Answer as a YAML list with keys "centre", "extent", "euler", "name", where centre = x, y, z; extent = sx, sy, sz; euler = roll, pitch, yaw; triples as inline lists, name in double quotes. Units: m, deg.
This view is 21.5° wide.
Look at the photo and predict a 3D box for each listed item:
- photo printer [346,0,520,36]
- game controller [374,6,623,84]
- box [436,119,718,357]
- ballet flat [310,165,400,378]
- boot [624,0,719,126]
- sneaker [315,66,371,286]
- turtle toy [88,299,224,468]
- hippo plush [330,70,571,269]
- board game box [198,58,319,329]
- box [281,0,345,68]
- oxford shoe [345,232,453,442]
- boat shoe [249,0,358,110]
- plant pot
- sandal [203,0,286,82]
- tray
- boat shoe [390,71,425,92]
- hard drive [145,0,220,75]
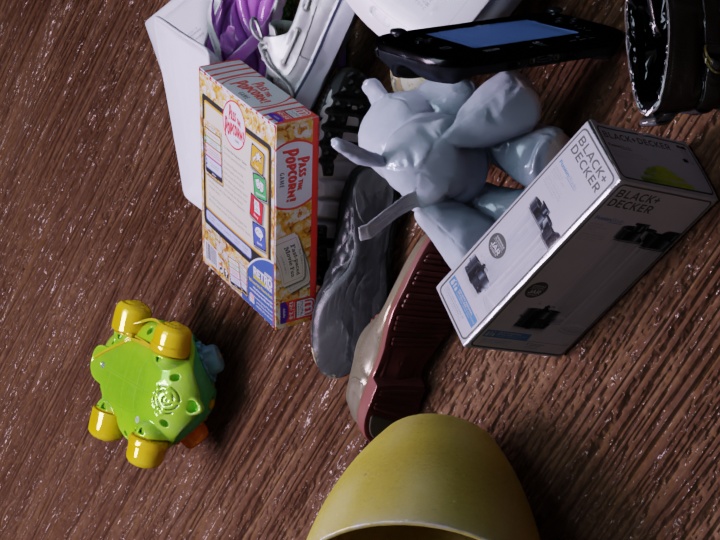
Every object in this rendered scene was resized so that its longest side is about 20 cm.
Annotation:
- centre: [0.075, -0.277, 1.581]
  extent: [0.166, 0.069, 0.200]
  euler: [43, 103, 19]
  name: "photo printer"
- centre: [0.111, -0.178, 1.491]
  extent: [0.104, 0.199, 0.043]
  euler: [12, 110, 52]
  name: "game controller"
- centre: [0.164, -0.020, 1.460]
  extent: [0.200, 0.116, 0.060]
  euler: [-48, 50, 32]
  name: "box"
- centre: [0.000, 0.000, 1.714]
  extent: [0.057, 0.066, 0.202]
  euler: [-69, -7, -85]
  name: "ballet flat"
- centre: [0.253, -0.190, 1.335]
  extent: [0.069, 0.173, 0.202]
  euler: [-10, 76, 49]
  name: "boot"
- centre: [-0.042, -0.091, 1.756]
  extent: [0.090, 0.066, 0.202]
  euler: [16, 98, 48]
  name: "sneaker"
- centre: [-0.205, 0.106, 1.891]
  extent: [0.199, 0.100, 0.147]
  euler: [25, 104, 50]
  name: "turtle toy"
- centre: [0.065, -0.082, 1.573]
  extent: [0.161, 0.199, 0.161]
  euler: [-143, 34, -67]
  name: "hippo plush"
- centre: [-0.094, -0.070, 1.722]
  extent: [0.151, 0.046, 0.202]
  euler: [40, 136, 49]
  name: "board game box"
- centre: [-0.087, -0.259, 1.858]
  extent: [0.199, 0.039, 0.138]
  euler: [-3, 83, 50]
  name: "box"
- centre: [0.030, 0.047, 1.646]
  extent: [0.075, 0.070, 0.201]
  euler: [43, 115, 51]
  name: "oxford shoe"
- centre: [-0.062, -0.205, 1.729]
  extent: [0.203, 0.086, 0.075]
  euler: [-64, -2, 21]
  name: "boat shoe"
- centre: [0.056, 0.200, 1.518]
  extent: [0.200, 0.199, 0.143]
  euler: [-37, 31, 40]
  name: "plant pot"
- centre: [-0.114, -0.236, 1.781]
  extent: [0.082, 0.050, 0.204]
  euler: [25, 109, 28]
  name: "sandal"
- centre: [-0.150, -0.140, 1.817]
  extent: [0.107, 0.022, 0.201]
  euler: [37, 143, 48]
  name: "tray"
- centre: [0.046, -0.254, 1.677]
  extent: [0.063, 0.073, 0.203]
  euler: [-15, 80, 43]
  name: "boat shoe"
- centre: [-0.141, -0.178, 1.869]
  extent: [0.132, 0.026, 0.202]
  euler: [-27, 81, 50]
  name: "hard drive"
